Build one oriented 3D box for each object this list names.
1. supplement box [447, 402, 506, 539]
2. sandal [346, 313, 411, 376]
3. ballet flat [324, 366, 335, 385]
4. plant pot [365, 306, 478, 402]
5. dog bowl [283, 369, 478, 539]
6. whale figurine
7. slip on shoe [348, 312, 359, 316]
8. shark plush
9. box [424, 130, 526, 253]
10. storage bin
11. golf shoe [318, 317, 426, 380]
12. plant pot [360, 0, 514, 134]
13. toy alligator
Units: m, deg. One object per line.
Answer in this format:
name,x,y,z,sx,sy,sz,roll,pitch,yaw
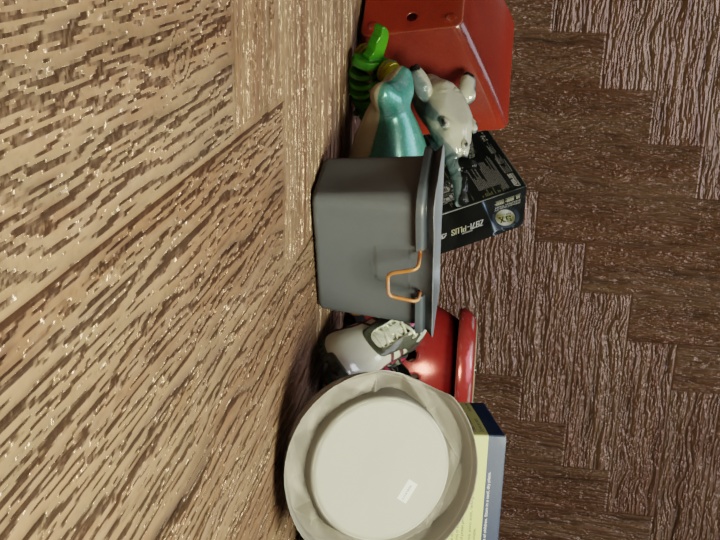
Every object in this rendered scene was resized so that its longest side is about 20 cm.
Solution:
supplement box,0.046,0.256,1.121,0.134,0.199,0.201,-113,-154,-82
sandal,0.041,0.140,1.362,0.201,0.045,0.075,66,12,1
ballet flat,0.025,0.156,1.258,0.200,0.068,0.067,32,20,-49
plant pot,0.090,0.142,1.574,0.200,0.182,0.201,3,90,-85
dog bowl,0.015,0.192,0.993,0.059,0.199,0.201,-163,-104,-72
whale figurine,0.046,-0.145,1.232,0.159,0.104,0.200,-46,152,-48
slip on shoe,0.000,0.000,1.281,0.200,0.061,0.074,-100,169,-65
shark plush,0.113,-0.169,1.254,0.083,0.091,0.200,-52,-125,50
box,0.122,-0.134,1.445,0.086,0.163,0.200,85,-18,-51
storage bin,0.019,-0.029,1.099,0.146,0.134,0.200,-77,168,-51
golf shoe,0.019,0.080,1.187,0.077,0.088,0.200,52,25,8
plant pot,0.095,-0.318,1.363,0.176,0.199,0.200,61,32,-57
toy alligator,0.010,-0.219,1.271,0.054,0.059,0.200,-31,144,-26
